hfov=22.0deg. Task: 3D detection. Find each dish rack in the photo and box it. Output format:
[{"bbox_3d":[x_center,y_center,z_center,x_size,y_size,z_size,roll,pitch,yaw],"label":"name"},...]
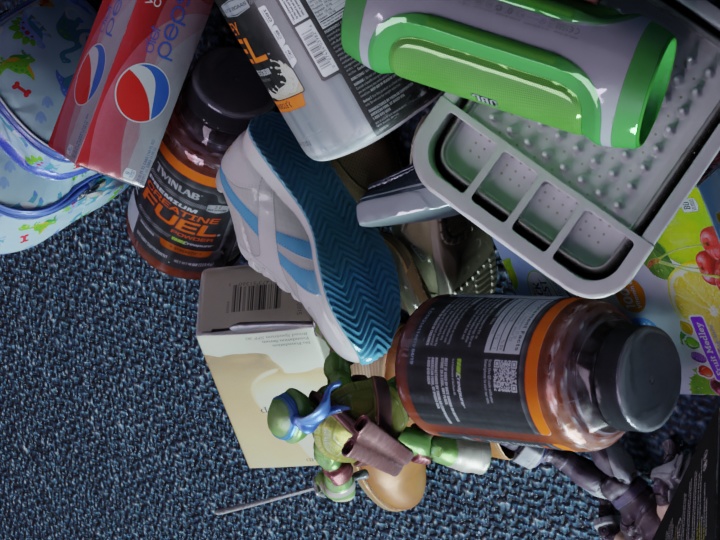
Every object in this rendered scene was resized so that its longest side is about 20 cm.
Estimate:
[{"bbox_3d":[0.149,-0.101,1.203,0.171,0.044,0.201,36,97,14],"label":"dish rack"}]

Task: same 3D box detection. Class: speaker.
[{"bbox_3d":[0.092,-0.141,1.154,0.198,0.089,0.089,20,135,15],"label":"speaker"}]

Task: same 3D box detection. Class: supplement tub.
[{"bbox_3d":[0.125,0.071,1.296,0.199,0.107,0.108,2,123,46],"label":"supplement tub"},{"bbox_3d":[-0.123,-0.089,1.502,0.107,0.107,0.201,39,142,12],"label":"supplement tub"},{"bbox_3d":[-0.033,-0.189,1.299,0.122,0.122,0.201,-16,109,50],"label":"supplement tub"}]

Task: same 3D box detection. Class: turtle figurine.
[{"bbox_3d":[-0.001,0.101,1.438,0.200,0.192,0.146,141,127,-59],"label":"turtle figurine"}]

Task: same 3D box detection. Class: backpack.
[{"bbox_3d":[-0.278,-0.128,1.551,0.183,0.200,0.147,50,146,1],"label":"backpack"}]

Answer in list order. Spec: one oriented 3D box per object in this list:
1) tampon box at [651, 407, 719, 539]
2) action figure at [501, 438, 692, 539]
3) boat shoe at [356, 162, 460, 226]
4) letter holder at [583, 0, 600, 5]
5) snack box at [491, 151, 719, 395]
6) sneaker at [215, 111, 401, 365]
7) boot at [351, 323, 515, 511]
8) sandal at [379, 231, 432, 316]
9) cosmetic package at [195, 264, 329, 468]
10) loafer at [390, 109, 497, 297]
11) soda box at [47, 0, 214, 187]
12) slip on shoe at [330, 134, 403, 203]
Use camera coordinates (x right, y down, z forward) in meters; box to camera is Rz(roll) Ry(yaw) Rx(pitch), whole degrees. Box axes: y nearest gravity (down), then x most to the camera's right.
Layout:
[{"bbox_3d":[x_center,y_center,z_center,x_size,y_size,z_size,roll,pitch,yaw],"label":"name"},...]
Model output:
[{"bbox_3d":[0.291,0.222,1.312,0.148,0.127,0.201,13,137,0],"label":"tampon box"},{"bbox_3d":[0.200,0.161,1.444,0.200,0.069,0.130,44,135,1],"label":"action figure"},{"bbox_3d":[0.083,-0.095,1.282,0.198,0.071,0.092,-17,83,18],"label":"boat shoe"},{"bbox_3d":[0.089,-0.276,1.140,0.199,0.101,0.143,24,134,24],"label":"letter holder"},{"bbox_3d":[0.199,0.003,1.304,0.199,0.068,0.170,-2,121,48],"label":"snack box"},{"bbox_3d":[-0.039,-0.016,1.378,0.081,0.076,0.201,-44,68,44],"label":"sneaker"},{"bbox_3d":[0.066,0.138,1.552,0.154,0.074,0.201,12,132,33],"label":"boot"},{"bbox_3d":[0.000,0.000,1.458,0.081,0.054,0.200,60,171,-21],"label":"sandal"},{"bbox_3d":[-0.067,0.083,1.566,0.104,0.072,0.201,-5,141,10],"label":"cosmetic package"},{"bbox_3d":[0.058,-0.043,1.397,0.068,0.076,0.201,27,140,32],"label":"loafer"},{"bbox_3d":[-0.168,-0.172,1.417,0.070,0.063,0.202,28,98,58],"label":"soda box"},{"bbox_3d":[-0.016,-0.132,1.403,0.060,0.076,0.202,-15,103,53],"label":"slip on shoe"}]
